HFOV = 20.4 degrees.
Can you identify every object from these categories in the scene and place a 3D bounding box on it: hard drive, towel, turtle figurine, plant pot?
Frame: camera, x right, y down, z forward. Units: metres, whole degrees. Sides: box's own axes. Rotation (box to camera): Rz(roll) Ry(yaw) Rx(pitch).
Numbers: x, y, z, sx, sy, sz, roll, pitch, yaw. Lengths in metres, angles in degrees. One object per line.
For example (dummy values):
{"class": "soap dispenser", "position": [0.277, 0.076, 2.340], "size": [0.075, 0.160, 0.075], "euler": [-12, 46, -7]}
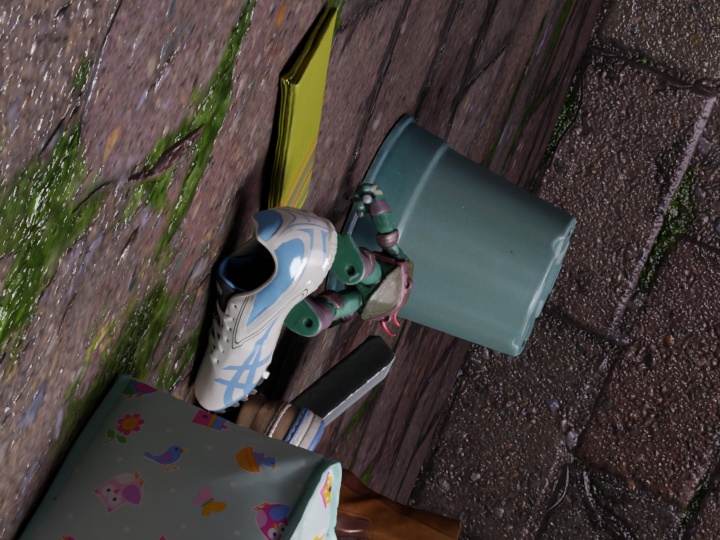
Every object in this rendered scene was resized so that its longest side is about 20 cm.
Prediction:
{"class": "hard drive", "position": [-0.032, 0.120, 1.863], "size": [0.139, 0.033, 0.200], "euler": [-39, 175, -5]}
{"class": "towel", "position": [-0.048, -0.098, 1.480], "size": [0.201, 0.018, 0.086], "euler": [101, 9, -51]}
{"class": "turtle figurine", "position": [0.000, 0.000, 1.788], "size": [0.151, 0.100, 0.200], "euler": [-68, 166, 15]}
{"class": "plant pot", "position": [0.095, -0.023, 1.958], "size": [0.200, 0.195, 0.202], "euler": [23, 90, -81]}

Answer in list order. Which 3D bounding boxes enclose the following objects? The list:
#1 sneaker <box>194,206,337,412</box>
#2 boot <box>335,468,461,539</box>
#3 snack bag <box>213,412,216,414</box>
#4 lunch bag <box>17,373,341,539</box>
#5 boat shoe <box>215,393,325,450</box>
{"class": "sneaker", "position": [-0.085, 0.027, 1.468], "size": [0.072, 0.072, 0.201], "euler": [-97, -150, -45]}
{"class": "boot", "position": [0.005, 0.303, 2.260], "size": [0.188, 0.199, 0.069], "euler": [-45, 158, -68]}
{"class": "snack bag", "position": [-0.133, 0.191, 1.708], "size": [0.201, 0.021, 0.189], "euler": [100, 16, -58]}
{"class": "lunch bag", "position": [-0.124, 0.191, 1.256], "size": [0.123, 0.169, 0.201], "euler": [92, 22, -49]}
{"class": "boat shoe", "position": [-0.089, 0.138, 1.585], "size": [0.073, 0.072, 0.200], "euler": [-58, -175, -31]}
